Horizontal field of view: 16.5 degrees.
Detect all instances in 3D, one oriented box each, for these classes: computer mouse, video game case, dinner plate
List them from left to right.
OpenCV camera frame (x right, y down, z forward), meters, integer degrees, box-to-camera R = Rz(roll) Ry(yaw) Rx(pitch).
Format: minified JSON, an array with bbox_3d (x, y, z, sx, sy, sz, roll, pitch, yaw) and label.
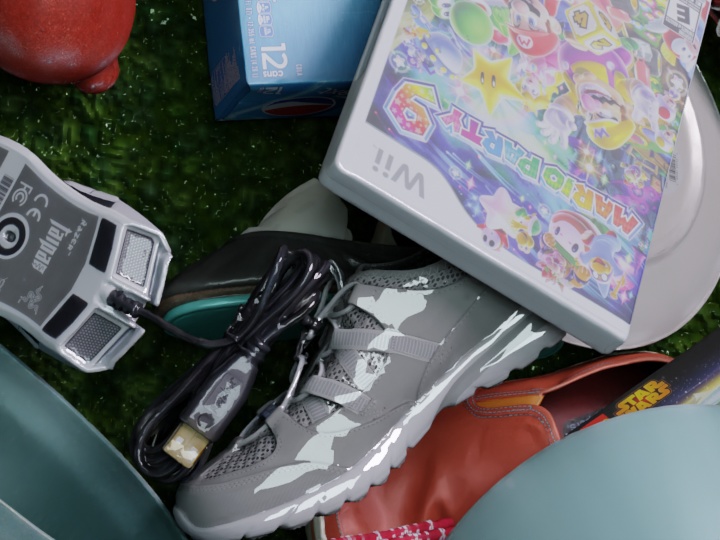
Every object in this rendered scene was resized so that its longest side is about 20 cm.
[{"bbox_3d":[-0.109,0.003,1.024,0.199,0.044,0.110,31,92,31],"label":"computer mouse"},{"bbox_3d":[0.071,-0.079,1.040,0.143,0.018,0.201,31,52,-15],"label":"video game case"},{"bbox_3d":[0.099,-0.063,1.115,0.199,0.024,0.202,14,65,-33],"label":"dinner plate"}]

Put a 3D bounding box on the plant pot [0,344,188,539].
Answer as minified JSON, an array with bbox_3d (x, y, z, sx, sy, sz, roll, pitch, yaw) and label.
[{"bbox_3d":[-0.177,0.108,0.956,0.200,0.200,0.134,41,95,-5],"label":"plant pot"}]

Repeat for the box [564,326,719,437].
[{"bbox_3d":[0.186,0.077,1.097,0.199,0.040,0.138,-32,130,-21],"label":"box"}]

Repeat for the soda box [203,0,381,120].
[{"bbox_3d":[-0.037,-0.172,1.110,0.067,0.064,0.201,-3,80,-17],"label":"soda box"}]

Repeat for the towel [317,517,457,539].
[{"bbox_3d":[-0.028,0.173,0.980,0.200,0.022,0.146,0,104,-58],"label":"towel"}]

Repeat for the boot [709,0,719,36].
[{"bbox_3d":[0.143,-0.148,1.138,0.199,0.072,0.145,-6,74,-30],"label":"boot"}]

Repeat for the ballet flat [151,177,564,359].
[{"bbox_3d":[0.000,0.000,1.090,0.199,0.068,0.069,5,67,-26],"label":"ballet flat"}]

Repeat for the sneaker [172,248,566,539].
[{"bbox_3d":[-0.003,0.036,1.025,0.200,0.075,0.082,-38,102,-14],"label":"sneaker"}]

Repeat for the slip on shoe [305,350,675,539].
[{"bbox_3d":[0.067,0.082,1.091,0.199,0.061,0.075,-19,86,-18],"label":"slip on shoe"}]

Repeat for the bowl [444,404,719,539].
[{"bbox_3d":[0.127,0.166,1.009,0.199,0.105,0.202,-11,127,-14],"label":"bowl"}]

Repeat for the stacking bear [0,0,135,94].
[{"bbox_3d":[-0.115,-0.176,1.043,0.121,0.114,0.201,10,109,-20],"label":"stacking bear"}]
